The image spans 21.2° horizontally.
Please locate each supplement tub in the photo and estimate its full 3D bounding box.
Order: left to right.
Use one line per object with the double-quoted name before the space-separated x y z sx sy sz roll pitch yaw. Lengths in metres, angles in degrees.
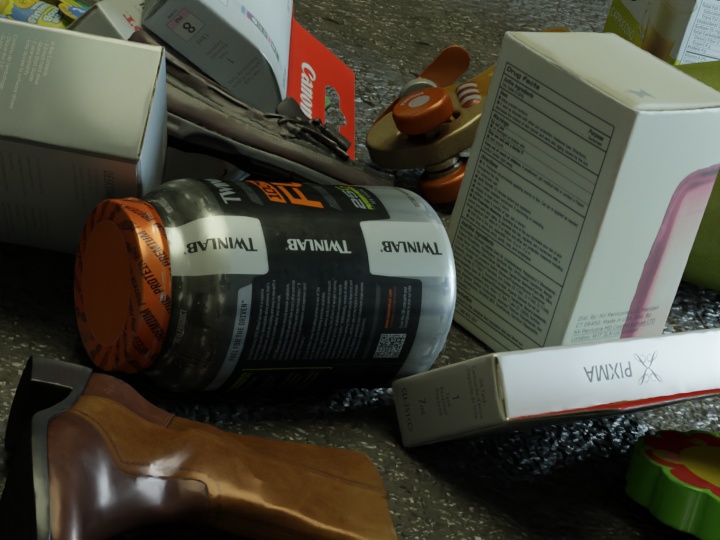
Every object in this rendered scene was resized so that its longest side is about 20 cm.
"supplement tub" -0.056 0.009 1.112 0.199 0.123 0.123 1 27 -32

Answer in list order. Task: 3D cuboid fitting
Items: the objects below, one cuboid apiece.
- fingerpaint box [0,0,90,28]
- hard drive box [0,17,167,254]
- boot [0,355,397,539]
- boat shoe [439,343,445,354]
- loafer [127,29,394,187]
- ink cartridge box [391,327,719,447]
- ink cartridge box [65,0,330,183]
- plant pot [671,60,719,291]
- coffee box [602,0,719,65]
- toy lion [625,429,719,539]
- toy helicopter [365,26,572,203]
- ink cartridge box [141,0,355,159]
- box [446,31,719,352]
"fingerpaint box" -0.272 -0.157 1.407 0.166 0.074 0.200 22 23 12
"hard drive box" -0.219 -0.081 1.139 0.199 0.156 0.077 11 67 -2
"boot" -0.078 0.124 0.947 0.199 0.069 0.188 19 14 -14
"boat shoe" 0.000 0.000 1.259 0.067 0.072 0.200 -14 34 -19
"loafer" -0.066 -0.094 1.222 0.199 0.063 0.072 20 -6 -7
"ink cartridge box" 0.149 0.062 1.113 0.199 0.045 0.176 -4 -9 -40
"ink cartridge box" -0.124 -0.126 1.352 0.145 0.087 0.200 51 28 -1
"plant pot" 0.226 -0.077 1.470 0.199 0.188 0.187 6 20 14
"coffee box" 0.354 -0.216 1.807 0.199 0.198 0.200 10 23 -15
"toy lion" 0.261 0.142 1.111 0.199 0.069 0.192 8 14 -29
"toy helicopter" 0.088 -0.139 1.532 0.200 0.079 0.132 -34 26 -21
"ink cartridge box" -0.061 -0.171 1.360 0.200 0.057 0.163 34 31 -24
"box" 0.144 -0.043 1.266 0.109 0.201 0.128 -5 31 -40
